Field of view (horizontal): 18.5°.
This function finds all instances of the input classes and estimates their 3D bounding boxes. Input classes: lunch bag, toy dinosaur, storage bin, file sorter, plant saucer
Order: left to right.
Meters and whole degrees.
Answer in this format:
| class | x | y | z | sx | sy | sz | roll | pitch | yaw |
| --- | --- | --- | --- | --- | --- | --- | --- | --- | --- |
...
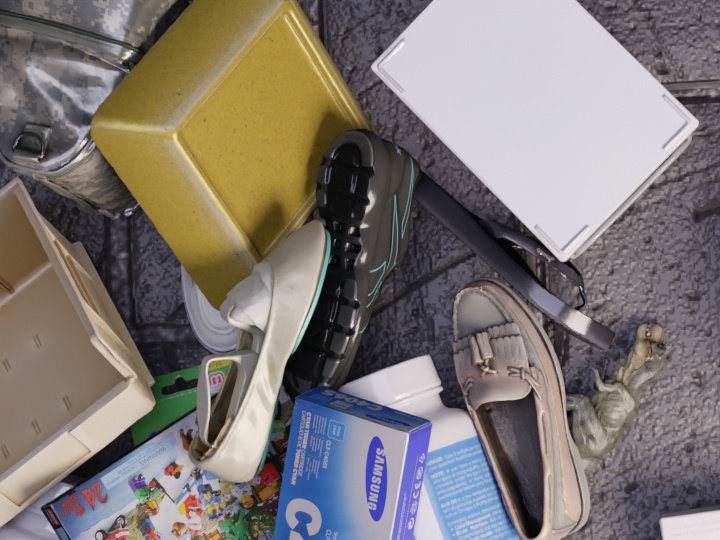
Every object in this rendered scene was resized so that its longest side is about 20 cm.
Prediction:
| class | x | y | z | sx | sy | sz | roll | pitch | yaw |
| --- | --- | --- | --- | --- | --- | --- | --- | --- | --- |
| storage bin | -0.279 | 0.075 | 1.658 | 0.199 | 0.094 | 0.199 | -37 | 49 | 4 |
| lunch bag | -0.200 | -0.135 | 1.651 | 0.138 | 0.200 | 0.169 | 18 | 86 | 12 |
| plant saucer | -0.077 | -0.101 | 1.608 | 0.048 | 0.201 | 0.200 | 15 | 57 | 45 |
| file sorter | 0.132 | -0.123 | 1.635 | 0.139 | 0.125 | 0.200 | -45 | 82 | 5 |
| toy dinosaur | 0.157 | 0.118 | 1.662 | 0.088 | 0.047 | 0.201 | 28 | 95 | 2 |

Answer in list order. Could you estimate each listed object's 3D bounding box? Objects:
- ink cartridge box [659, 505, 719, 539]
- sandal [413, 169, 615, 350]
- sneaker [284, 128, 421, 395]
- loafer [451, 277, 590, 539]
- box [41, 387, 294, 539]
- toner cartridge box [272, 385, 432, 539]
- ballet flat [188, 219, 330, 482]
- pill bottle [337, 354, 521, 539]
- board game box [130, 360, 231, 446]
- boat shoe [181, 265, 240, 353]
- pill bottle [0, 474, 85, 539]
| class | x | y | z | sx | sy | sz | roll | pitch | yaw |
| --- | --- | --- | --- | --- | --- | --- | --- | --- | --- |
| ink cartridge box | 0.290 | 0.272 | 1.621 | 0.114 | 0.068 | 0.202 | -9 | 86 | 8 |
| sandal | 0.115 | -0.015 | 1.646 | 0.200 | 0.076 | 0.043 | 42 | 93 | 16 |
| sneaker | 0.000 | 0.000 | 1.627 | 0.075 | 0.079 | 0.202 | 18 | 95 | 39 |
| loafer | 0.113 | 0.104 | 1.617 | 0.071 | 0.063 | 0.202 | -20 | 90 | 30 |
| box | -0.117 | 0.180 | 1.642 | 0.199 | 0.038 | 0.137 | -33 | 92 | -22 |
| toner cartridge box | -0.013 | 0.194 | 1.587 | 0.094 | 0.043 | 0.202 | 15 | 105 | 24 |
| ballet flat | -0.078 | 0.055 | 1.585 | 0.069 | 0.069 | 0.202 | 17 | 96 | 9 |
| pill bottle | 0.050 | 0.170 | 1.639 | 0.111 | 0.112 | 0.202 | -20 | 84 | 7 |
| board game box | -0.115 | 0.175 | 1.706 | 0.095 | 0.030 | 0.202 | -15 | 88 | 6 |
| boat shoe | -0.104 | -0.037 | 1.684 | 0.074 | 0.086 | 0.204 | 5 | 87 | 9 |
| pill bottle | -0.248 | 0.255 | 1.677 | 0.111 | 0.112 | 0.202 | 17 | 88 | 9 |
